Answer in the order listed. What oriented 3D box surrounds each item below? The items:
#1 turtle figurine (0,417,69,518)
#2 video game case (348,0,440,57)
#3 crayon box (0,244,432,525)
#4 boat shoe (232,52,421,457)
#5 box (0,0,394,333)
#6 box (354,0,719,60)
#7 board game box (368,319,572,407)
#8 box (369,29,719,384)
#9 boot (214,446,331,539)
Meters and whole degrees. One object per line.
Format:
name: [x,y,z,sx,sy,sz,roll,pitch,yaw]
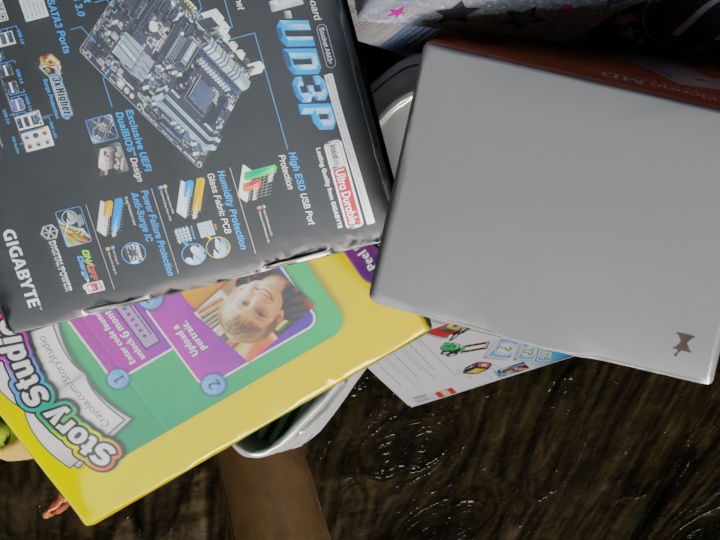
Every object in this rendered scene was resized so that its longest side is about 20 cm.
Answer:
turtle figurine: [-0.142,0.069,1.106,0.161,0.064,0.200,-23,162,22]
video game case: [0.064,-0.134,0.974,0.200,0.018,0.143,13,144,-43]
crayon box: [-0.096,-0.019,0.927,0.172,0.058,0.200,-30,112,10]
boat shoe: [0.000,0.000,1.007,0.074,0.200,0.067,24,-165,1]
box: [-0.083,-0.087,0.836,0.159,0.046,0.200,-15,116,3]
box: [0.094,-0.158,0.802,0.200,0.132,0.115,2,150,-29]
board game box: [0.051,0.016,1.259,0.126,0.035,0.200,-18,155,13]
box: [0.089,-0.041,0.865,0.124,0.098,0.200,14,-165,8]
boot: [-0.056,0.101,1.186,0.066,0.200,0.175,-22,154,13]
